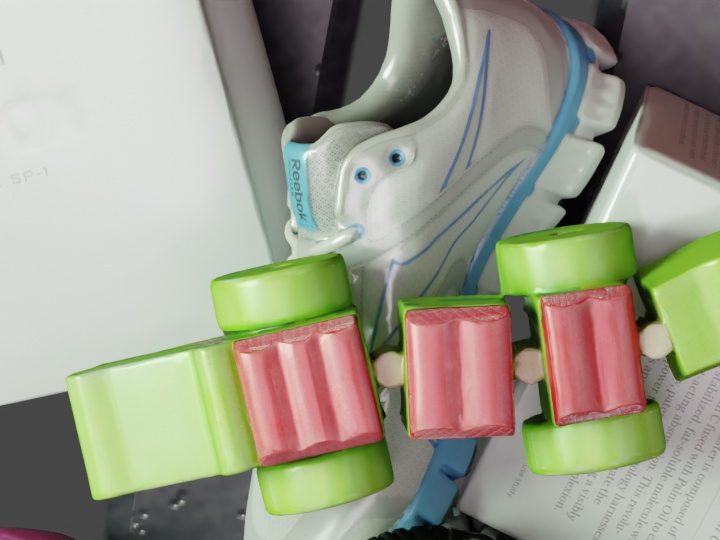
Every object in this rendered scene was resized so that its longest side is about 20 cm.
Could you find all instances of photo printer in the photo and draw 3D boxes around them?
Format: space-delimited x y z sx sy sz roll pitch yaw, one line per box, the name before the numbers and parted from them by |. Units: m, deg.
photo printer | -0.111 -0.061 0.791 0.166 0.069 0.201 -12 103 12

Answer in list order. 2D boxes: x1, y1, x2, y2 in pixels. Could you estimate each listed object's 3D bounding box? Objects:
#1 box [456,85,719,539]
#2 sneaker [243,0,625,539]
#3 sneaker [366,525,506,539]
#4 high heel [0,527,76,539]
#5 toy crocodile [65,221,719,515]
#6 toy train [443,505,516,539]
box | 0.147 0.048 0.765 0.199 0.098 0.125 26 107 2
sneaker | 0.000 0.000 0.747 0.087 0.075 0.201 31 76 -38
sneaker | 0.050 0.125 0.738 0.075 0.200 0.077 32 97 35
high heel | -0.088 0.180 0.871 0.096 0.067 0.201 14 130 43
toy crocodile | 0.020 0.026 0.686 0.199 0.062 0.068 -8 93 1
toy train | 0.049 0.168 0.847 0.046 0.034 0.201 -7 104 13
